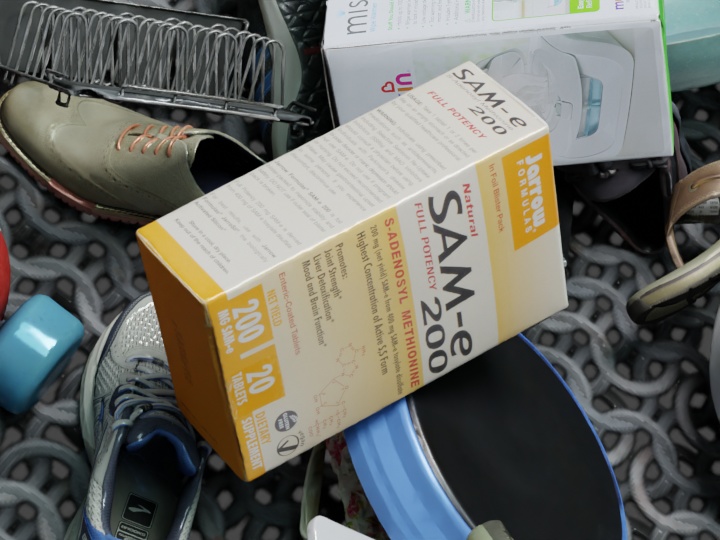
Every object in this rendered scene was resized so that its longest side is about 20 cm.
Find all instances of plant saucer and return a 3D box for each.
[{"bbox_3d":[0.191,-0.137,1.559,0.200,0.200,0.036,-21,107,-32],"label":"plant saucer"}]

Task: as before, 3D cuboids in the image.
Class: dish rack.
[{"bbox_3d":[-0.113,-0.113,1.422,0.153,0.200,0.055,5,98,-22],"label":"dish rack"}]

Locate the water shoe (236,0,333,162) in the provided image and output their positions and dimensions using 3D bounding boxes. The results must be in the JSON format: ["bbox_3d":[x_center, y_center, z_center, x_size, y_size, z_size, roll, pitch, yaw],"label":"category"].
[{"bbox_3d":[-0.031,-0.106,1.538,0.071,0.079,0.200,-6,89,-22],"label":"water shoe"}]

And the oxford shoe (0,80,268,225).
[{"bbox_3d":[-0.109,-0.063,1.466,0.200,0.074,0.071,24,54,4],"label":"oxford shoe"}]

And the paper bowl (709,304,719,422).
[{"bbox_3d":[0.278,0.050,1.518,0.201,0.104,0.201,-10,105,-42],"label":"paper bowl"}]

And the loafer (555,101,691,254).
[{"bbox_3d":[0.153,-0.060,1.529,0.072,0.200,0.063,-4,76,19],"label":"loafer"}]

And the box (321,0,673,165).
[{"bbox_3d":[0.075,-0.149,1.429,0.176,0.097,0.200,-6,39,8],"label":"box"}]

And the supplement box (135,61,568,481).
[{"bbox_3d":[0.000,0.000,1.319,0.200,0.126,0.074,-28,44,-19],"label":"supplement box"}]

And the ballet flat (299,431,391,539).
[{"bbox_3d":[0.001,0.150,1.404,0.064,0.076,0.200,-8,59,8],"label":"ballet flat"}]

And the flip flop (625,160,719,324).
[{"bbox_3d":[0.216,-0.045,1.543,0.058,0.081,0.200,40,75,5],"label":"flip flop"}]

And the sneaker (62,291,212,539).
[{"bbox_3d":[-0.105,0.091,1.374,0.077,0.085,0.200,14,55,-15],"label":"sneaker"}]

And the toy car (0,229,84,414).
[{"bbox_3d":[-0.231,-0.006,1.306,0.184,0.200,0.177,37,53,1],"label":"toy car"}]

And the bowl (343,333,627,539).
[{"bbox_3d":[0.071,0.103,1.415,0.201,0.039,0.201,37,34,-31],"label":"bowl"}]

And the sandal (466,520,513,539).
[{"bbox_3d":[0.077,0.211,1.326,0.057,0.201,0.080,-27,31,-12],"label":"sandal"}]

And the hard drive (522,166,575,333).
[{"bbox_3d":[0.065,-0.074,1.522,0.140,0.038,0.200,41,35,-24],"label":"hard drive"}]

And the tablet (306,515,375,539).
[{"bbox_3d":[0.035,0.206,1.333,0.200,0.014,0.130,30,48,-52],"label":"tablet"}]
